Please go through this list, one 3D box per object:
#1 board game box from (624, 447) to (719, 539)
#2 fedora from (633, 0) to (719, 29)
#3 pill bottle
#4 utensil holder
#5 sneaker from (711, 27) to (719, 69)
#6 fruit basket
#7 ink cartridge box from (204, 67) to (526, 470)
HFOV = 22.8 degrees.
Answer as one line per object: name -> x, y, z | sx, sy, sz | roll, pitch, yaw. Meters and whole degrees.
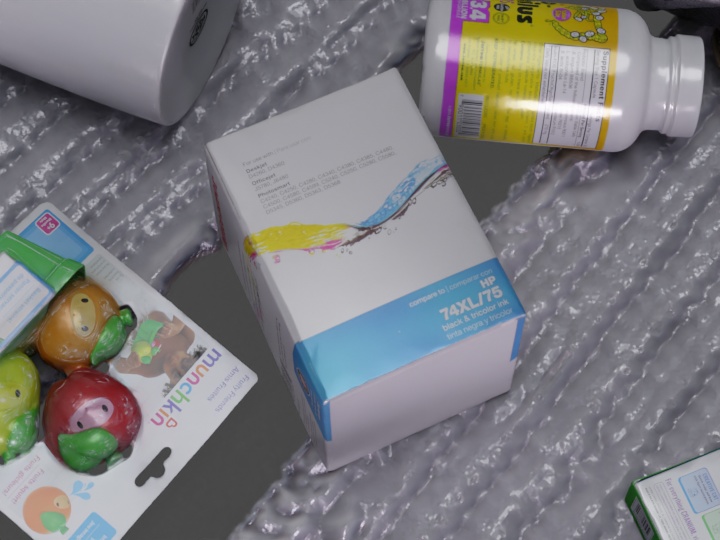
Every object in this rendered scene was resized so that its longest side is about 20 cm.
board game box -> 0.299, 0.178, 1.191 | 0.199, 0.040, 0.154 | -20, 68, -9
fedora -> 0.249, -0.229, 1.312 | 0.200, 0.201, 0.092 | 13, 95, 5
pill bottle -> 0.144, -0.141, 1.296 | 0.199, 0.104, 0.105 | 5, 66, 1
utensil holder -> -0.202, -0.212, 1.295 | 0.199, 0.170, 0.171 | 23, 68, 6
sneaker -> 0.326, -0.115, 1.312 | 0.070, 0.076, 0.200 | -32, 48, -3
fruit basket -> -0.201, 0.075, 1.207 | 0.200, 0.094, 0.185 | 38, 71, 12
ink cartridge box -> 0.000, 0.000, 1.210 | 0.145, 0.147, 0.201 | -23, 69, -9
